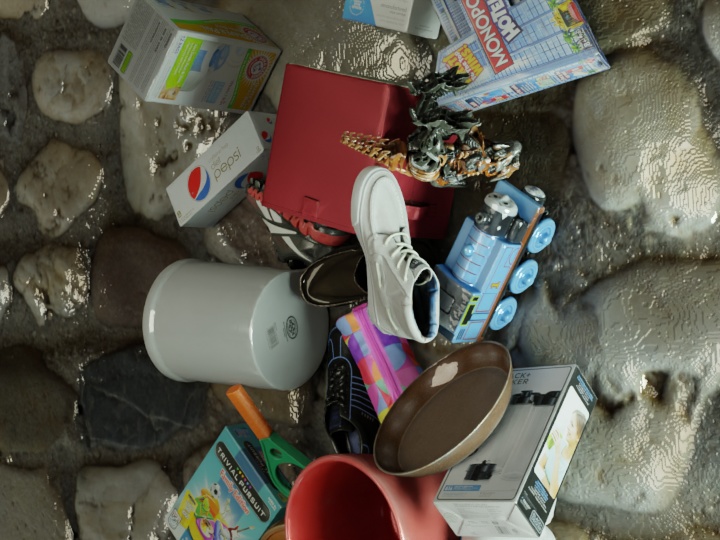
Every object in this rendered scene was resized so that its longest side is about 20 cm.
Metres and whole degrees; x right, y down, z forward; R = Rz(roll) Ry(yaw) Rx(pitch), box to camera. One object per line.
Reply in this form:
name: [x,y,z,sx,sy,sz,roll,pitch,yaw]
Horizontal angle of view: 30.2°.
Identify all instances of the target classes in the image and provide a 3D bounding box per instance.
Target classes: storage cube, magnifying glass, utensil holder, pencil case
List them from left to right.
utensil holder: [-0.165,0.073,1.797,0.199,0.169,0.172,3,92,38]
magnifying glass: [-0.114,0.234,1.775,0.079,0.022,0.201,-17,116,41]
storage cube: [0.005,-0.146,1.640,0.199,0.170,0.181,19,102,39]
pencil case: [0.041,0.132,1.669,0.088,0.088,0.201,-41,65,33]

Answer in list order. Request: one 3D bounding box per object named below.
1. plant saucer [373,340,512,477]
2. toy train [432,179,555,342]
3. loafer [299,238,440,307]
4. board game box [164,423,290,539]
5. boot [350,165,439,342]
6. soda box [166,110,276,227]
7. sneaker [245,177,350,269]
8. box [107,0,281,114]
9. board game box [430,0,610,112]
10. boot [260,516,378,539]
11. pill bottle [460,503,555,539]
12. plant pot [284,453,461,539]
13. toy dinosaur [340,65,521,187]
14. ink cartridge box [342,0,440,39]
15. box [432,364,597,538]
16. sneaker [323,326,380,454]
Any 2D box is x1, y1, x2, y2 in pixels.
plant saucer: [0.101,0.165,1.529,0.200,0.201,0.035,-27,114,38]
toy train: [0.149,-0.008,1.552,0.087,0.114,0.201,38,115,33]
loafer: [0.000,0.000,1.670,0.199,0.071,0.074,-18,89,27]
board game box: [-0.184,0.342,1.891,0.151,0.047,0.201,50,121,29]
boot: [0.049,-0.017,1.514,0.095,0.073,0.202,15,120,53]
soda box: [-0.186,-0.139,1.878,0.200,0.063,0.069,-38,67,34]
sneaker: [-0.094,-0.057,1.792,0.200,0.070,0.099,34,119,40]
box: [-0.223,-0.293,1.819,0.101,0.199,0.113,45,116,31]
board game box: [0.154,-0.274,1.543,0.199,0.062,0.201,-29,71,17]
boot: [-0.049,0.376,1.762,0.155,0.074,0.201,44,134,15]
pill bottle: [0.164,0.345,1.544,0.112,0.112,0.202,23,106,38]
plant pot: [0.037,0.308,1.607,0.199,0.177,0.202,5,97,43]
toy dinosaur: [0.085,-0.140,1.497,0.102,0.198,0.136,59,153,35]
ink cartridge box: [0.056,-0.400,1.661,0.115,0.066,0.202,21,104,40]
box: [0.174,0.199,1.486,0.116,0.201,0.060,-8,128,42]
sneaker: [-0.014,0.166,1.720,0.070,0.078,0.202,-24,75,38]
